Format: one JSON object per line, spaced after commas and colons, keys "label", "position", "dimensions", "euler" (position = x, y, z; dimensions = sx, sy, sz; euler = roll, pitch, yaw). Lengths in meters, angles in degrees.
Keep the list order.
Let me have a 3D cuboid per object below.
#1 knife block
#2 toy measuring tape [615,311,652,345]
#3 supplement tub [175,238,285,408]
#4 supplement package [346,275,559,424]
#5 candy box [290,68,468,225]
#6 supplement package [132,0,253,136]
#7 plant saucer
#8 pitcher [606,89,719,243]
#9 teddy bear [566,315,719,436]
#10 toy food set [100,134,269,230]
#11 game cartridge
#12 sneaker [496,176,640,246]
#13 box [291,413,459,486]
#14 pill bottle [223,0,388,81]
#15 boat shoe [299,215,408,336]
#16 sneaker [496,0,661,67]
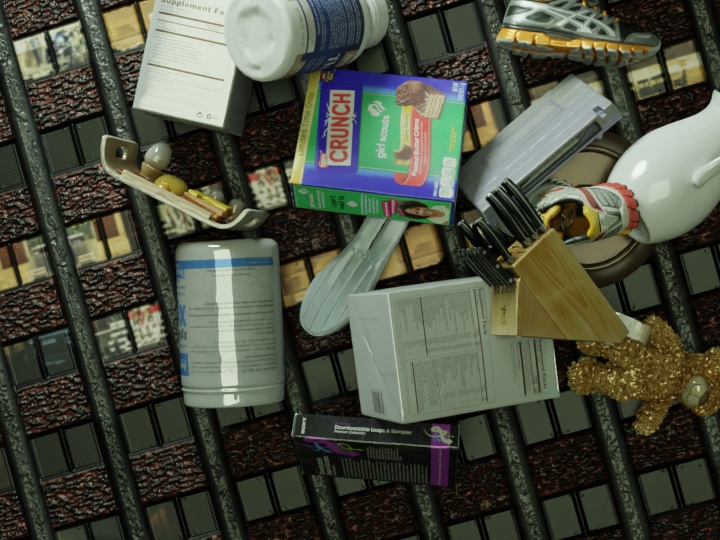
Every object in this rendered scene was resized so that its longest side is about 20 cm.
{"label": "knife block", "position": [0.206, -0.009, 1.461], "dimensions": [0.199, 0.064, 0.177], "euler": [5, 87, -21]}
{"label": "toy measuring tape", "position": [0.267, 0.054, 1.576], "dimensions": [0.199, 0.073, 0.074], "euler": [22, 94, 33]}
{"label": "supplement tub", "position": [-0.160, 0.063, 1.605], "dimensions": [0.131, 0.132, 0.202], "euler": [-2, 90, 5]}
{"label": "supplement package", "position": [0.107, 0.088, 1.538], "dimensions": [0.199, 0.152, 0.152], "euler": [-8, 91, -19]}
{"label": "candy box", "position": [0.025, -0.153, 1.581], "dimensions": [0.198, 0.077, 0.170], "euler": [6, 66, 5]}
{"label": "supplement package", "position": [-0.192, -0.280, 1.605], "dimensions": [0.119, 0.121, 0.202], "euler": [13, 92, 5]}
{"label": "plant saucer", "position": [0.279, -0.077, 1.612], "dimensions": [0.198, 0.032, 0.202], "euler": [0, 91, 4]}
{"label": "pitcher", "position": [0.393, -0.124, 1.511], "dimensions": [0.200, 0.172, 0.121], "euler": [-40, 100, -9]}
{"label": "teddy bear", "position": [0.353, 0.126, 1.591], "dimensions": [0.199, 0.067, 0.146], "euler": [31, 96, 4]}
{"label": "toy food set", "position": [-0.214, -0.109, 1.599], "dimensions": [0.199, 0.143, 0.061], "euler": [26, 94, 5]}
{"label": "game cartridge", "position": [0.209, -0.148, 1.571], "dimensions": [0.200, 0.130, 0.038], "euler": [-40, 114, 5]}
{"label": "sneaker", "position": [0.227, -0.068, 1.523], "dimensions": [0.082, 0.199, 0.078], "euler": [-19, 100, -35]}
{"label": "box", "position": [0.021, 0.220, 1.588], "dimensions": [0.198, 0.143, 0.036], "euler": [3, 63, 4]}
{"label": "pill bottle", "position": [-0.058, -0.294, 1.550], "dimensions": [0.110, 0.199, 0.112], "euler": [15, 114, 37]}
{"label": "boat shoe", "position": [0.000, 0.000, 1.622], "dimensions": [0.072, 0.062, 0.200], "euler": [39, 93, 13]}
{"label": "sneaker", "position": [0.269, -0.298, 1.587], "dimensions": [0.198, 0.078, 0.078], "euler": [10, 83, 4]}
